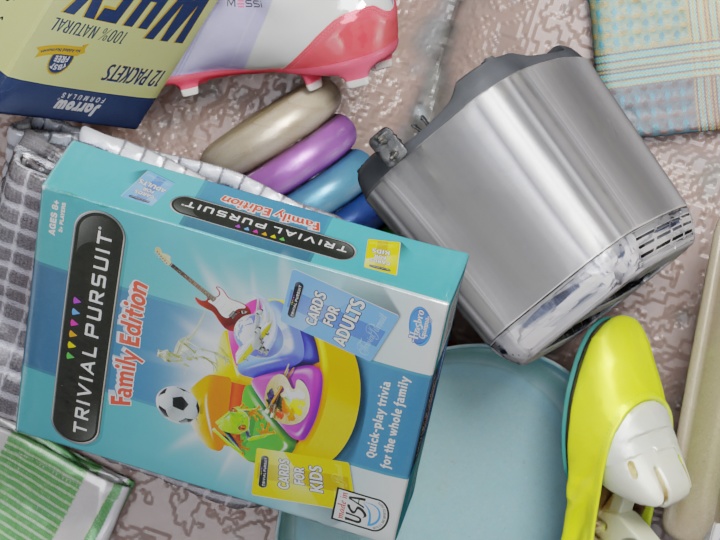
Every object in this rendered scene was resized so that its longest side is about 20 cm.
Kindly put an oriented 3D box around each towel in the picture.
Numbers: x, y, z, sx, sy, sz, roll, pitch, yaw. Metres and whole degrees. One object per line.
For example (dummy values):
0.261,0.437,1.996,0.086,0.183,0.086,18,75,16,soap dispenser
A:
-0.244,0.138,1.383,0.200,0.023,0.153,25,94,2,towel
-0.108,0.023,1.300,0.200,0.086,0.166,21,129,3,towel
0.192,-0.175,1.352,0.146,0.022,0.201,-5,93,3,towel

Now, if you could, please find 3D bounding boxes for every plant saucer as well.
0.045,0.129,1.330,0.200,0.027,0.201,-7,110,-20,plant saucer

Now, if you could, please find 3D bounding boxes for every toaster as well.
0.087,-0.034,1.271,0.114,0.200,0.129,-41,82,20,toaster

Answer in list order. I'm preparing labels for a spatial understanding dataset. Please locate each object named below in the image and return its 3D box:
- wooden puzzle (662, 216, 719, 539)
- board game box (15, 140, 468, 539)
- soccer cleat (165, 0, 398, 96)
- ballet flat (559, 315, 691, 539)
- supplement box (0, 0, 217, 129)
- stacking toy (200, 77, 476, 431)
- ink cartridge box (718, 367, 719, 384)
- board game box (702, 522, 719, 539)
0.265,0.074,1.287,0.200,0.037,0.186,12,101,15,wooden puzzle
-0.061,0.037,1.217,0.200,0.047,0.151,16,125,6,board game box
-0.073,-0.133,1.321,0.200,0.067,0.077,0,110,25,soccer cleat
0.138,0.125,1.310,0.067,0.067,0.201,25,112,42,ballet flat
-0.162,-0.211,1.262,0.200,0.134,0.200,41,108,23,supplement box
0.000,0.000,1.345,0.085,0.085,0.200,-32,97,4,stacking toy
0.304,0.068,1.314,0.200,0.050,0.161,-28,90,23,ink cartridge box
0.247,0.227,1.326,0.200,0.035,0.126,26,126,2,board game box
